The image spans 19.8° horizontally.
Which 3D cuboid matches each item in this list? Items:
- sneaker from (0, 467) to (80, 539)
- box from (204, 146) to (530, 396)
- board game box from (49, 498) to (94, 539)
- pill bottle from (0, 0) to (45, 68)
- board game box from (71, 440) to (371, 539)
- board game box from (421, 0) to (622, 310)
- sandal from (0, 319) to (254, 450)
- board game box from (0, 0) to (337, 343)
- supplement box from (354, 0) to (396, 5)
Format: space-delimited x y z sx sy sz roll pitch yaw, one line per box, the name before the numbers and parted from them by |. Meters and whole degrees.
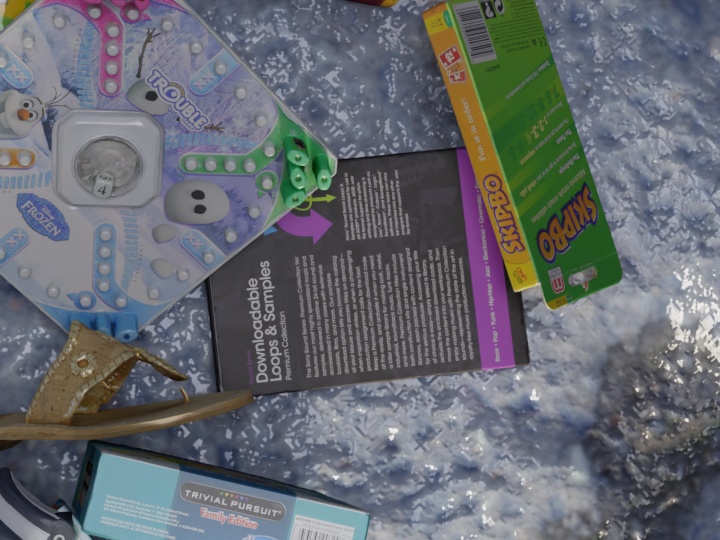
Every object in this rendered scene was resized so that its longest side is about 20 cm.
sneaker | -0.187 0.209 1.179 0.108 0.070 0.200 -32 90 -8
box | 0.000 0.000 1.296 0.199 0.036 0.143 -6 87 -11
board game box | -0.197 0.275 1.237 0.196 0.056 0.200 -37 93 -10
pill bottle | -0.208 -0.219 1.232 0.111 0.111 0.201 10 85 -9
board game box | -0.086 0.138 1.190 0.151 0.200 0.047 14 85 -9
board game box | 0.105 -0.076 1.295 0.095 0.030 0.201 -19 88 -50
sandal | -0.173 0.066 1.221 0.211 0.078 0.070 -11 94 10
board game box | -0.148 -0.061 1.205 0.200 0.026 0.200 -38 118 14
supplement box | 0.000 -0.276 1.253 0.103 0.131 0.201 10 85 -9
